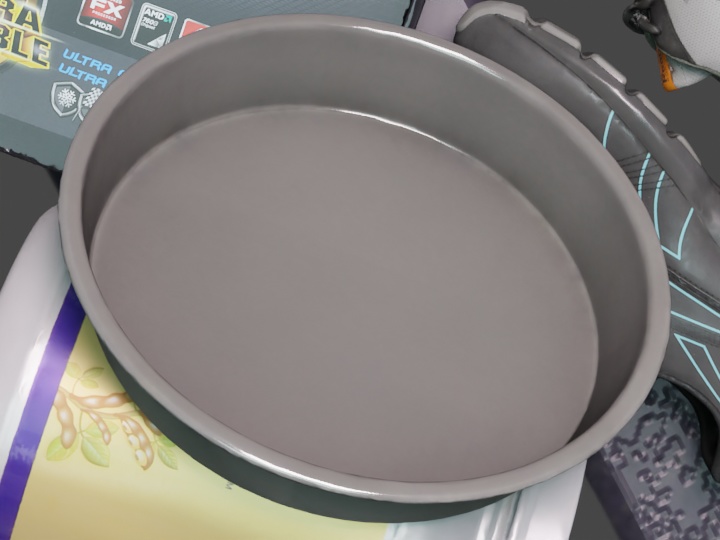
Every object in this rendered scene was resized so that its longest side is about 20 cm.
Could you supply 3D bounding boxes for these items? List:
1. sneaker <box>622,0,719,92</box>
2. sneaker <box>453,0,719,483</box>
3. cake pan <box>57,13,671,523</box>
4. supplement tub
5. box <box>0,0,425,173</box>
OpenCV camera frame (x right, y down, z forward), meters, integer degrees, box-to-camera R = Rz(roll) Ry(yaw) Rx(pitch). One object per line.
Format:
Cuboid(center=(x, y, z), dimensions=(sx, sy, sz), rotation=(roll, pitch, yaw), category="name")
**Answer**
Cuboid(center=(0.117, -0.116, 0.831), dimensions=(0.079, 0.074, 0.200), rotation=(-39, 93, 7), category="sneaker")
Cuboid(center=(0.097, -0.011, 0.835), dimensions=(0.079, 0.075, 0.200), rotation=(-44, 92, 5), category="sneaker")
Cuboid(center=(0.000, 0.000, 0.754), dimensions=(0.199, 0.201, 0.037), rotation=(18, 137, -1), category="cake pan")
Cuboid(center=(-0.034, 0.073, 0.805), dimensions=(0.199, 0.145, 0.146), rotation=(18, 93, -1), category="supplement tub")
Cuboid(center=(-0.070, -0.127, 0.842), dimensions=(0.199, 0.050, 0.200), rotation=(20, 94, -2), category="box")
